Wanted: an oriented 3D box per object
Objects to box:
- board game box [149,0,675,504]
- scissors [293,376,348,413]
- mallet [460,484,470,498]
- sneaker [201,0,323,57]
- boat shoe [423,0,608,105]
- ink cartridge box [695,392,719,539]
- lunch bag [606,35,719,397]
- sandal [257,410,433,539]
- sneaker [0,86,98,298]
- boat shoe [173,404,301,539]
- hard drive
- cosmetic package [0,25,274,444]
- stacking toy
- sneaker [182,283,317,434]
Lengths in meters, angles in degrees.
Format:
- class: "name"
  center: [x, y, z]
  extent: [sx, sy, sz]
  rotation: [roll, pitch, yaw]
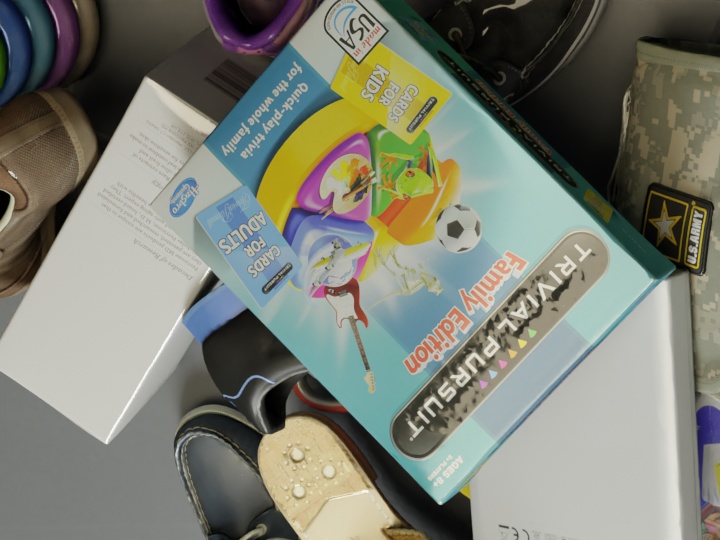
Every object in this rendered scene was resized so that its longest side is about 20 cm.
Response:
- class: "board game box"
  center: [0.022, -0.016, 1.011]
  extent: [0.200, 0.047, 0.151]
  rotation: [45, 109, 9]
- class: "scissors"
  center: [0.045, 0.082, 1.175]
  extent: [0.200, 0.014, 0.073]
  rotation: [33, 109, 17]
- class: "mallet"
  center: [0.061, 0.104, 1.148]
  extent: [0.200, 0.041, 0.066]
  rotation: [45, 122, 11]
- class: "sneaker"
  center: [-0.053, -0.194, 1.077]
  extent: [0.080, 0.088, 0.201]
  rotation: [1, 110, 20]
- class: "boat shoe"
  center: [0.044, -0.099, 1.094]
  extent: [0.200, 0.066, 0.070]
  rotation: [-35, 97, 27]
- class: "ink cartridge box"
  center: [0.217, 0.176, 1.144]
  extent: [0.200, 0.043, 0.198]
  rotation: [36, 126, 6]
- class: "lunch bag"
  center: [0.212, -0.020, 1.039]
  extent: [0.199, 0.118, 0.165]
  rotation: [9, 105, 16]
- class: "sandal"
  center: [0.016, 0.169, 1.167]
  extent: [0.078, 0.070, 0.212]
  rotation: [-41, 89, 11]
- class: "sneaker"
  center: [-0.203, -0.034, 1.158]
  extent: [0.071, 0.075, 0.200]
  rotation: [56, 149, 12]
- class: "boat shoe"
  center: [-0.049, 0.171, 1.238]
  extent: [0.075, 0.062, 0.201]
  rotation: [-23, 102, 28]
- class: "hard drive"
  center: [0.108, 0.094, 1.068]
  extent: [0.132, 0.026, 0.201]
  rotation: [6, 105, 42]
- class: "cosmetic package"
  center: [-0.107, -0.020, 1.155]
  extent: [0.085, 0.108, 0.200]
  rotation: [33, 119, 2]
- class: "stacking toy"
  center: [-0.210, -0.107, 1.099]
  extent: [0.085, 0.200, 0.086]
  rotation: [6, 111, 17]
- class: "sneaker"
  center: [0.003, 0.005, 1.083]
  extent: [0.200, 0.070, 0.078]
  rotation: [-36, 81, 25]
